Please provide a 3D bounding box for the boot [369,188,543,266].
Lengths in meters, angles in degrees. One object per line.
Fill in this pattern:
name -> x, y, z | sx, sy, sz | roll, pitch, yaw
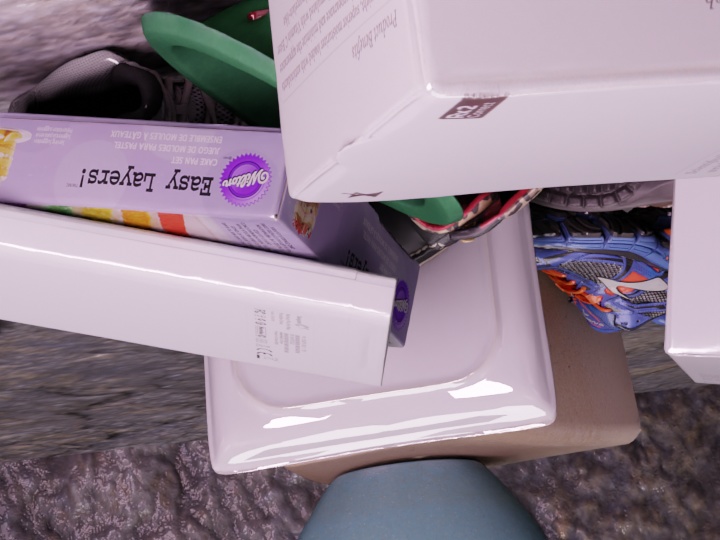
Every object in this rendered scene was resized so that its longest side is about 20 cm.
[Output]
boot -> 0.044, -0.047, 1.476 | 0.199, 0.073, 0.151 | -31, -177, 14

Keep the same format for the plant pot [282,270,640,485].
plant pot -> 0.031, 0.032, 1.747 | 0.199, 0.202, 0.177 | -12, 178, 28

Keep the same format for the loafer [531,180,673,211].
loafer -> 0.167, -0.065, 1.651 | 0.198, 0.074, 0.071 | 5, 177, 15

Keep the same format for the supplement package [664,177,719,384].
supplement package -> 0.221, -0.004, 1.457 | 0.116, 0.118, 0.200 | 2, 175, 10

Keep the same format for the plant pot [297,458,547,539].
plant pot -> 0.035, 0.188, 1.723 | 0.198, 0.136, 0.200 | -6, 169, -1

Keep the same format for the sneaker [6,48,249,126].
sneaker -> -0.085, -0.074, 1.439 | 0.198, 0.076, 0.116 | -6, 169, -6

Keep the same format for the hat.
hat -> 0.026, -0.134, 1.324 | 0.199, 0.177, 0.166 | 31, 173, 6

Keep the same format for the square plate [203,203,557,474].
square plate -> 0.000, 0.000, 1.581 | 0.197, 0.202, 0.028 | -9, 165, 11

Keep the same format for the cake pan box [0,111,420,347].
cake pan box -> -0.084, -0.018, 1.404 | 0.183, 0.053, 0.200 | 7, 163, 21

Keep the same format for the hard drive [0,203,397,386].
hard drive -> -0.084, 0.013, 1.374 | 0.198, 0.026, 0.132 | 11, 163, 1

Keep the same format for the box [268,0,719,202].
box -> 0.081, -0.112, 1.114 | 0.198, 0.132, 0.199 | -4, 171, -16

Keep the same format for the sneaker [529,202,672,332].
sneaker -> 0.146, 0.000, 1.702 | 0.199, 0.079, 0.075 | 9, -161, -37
